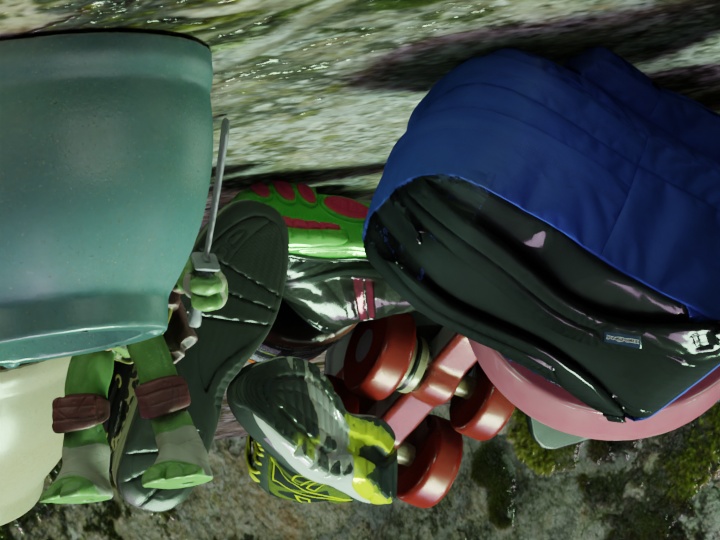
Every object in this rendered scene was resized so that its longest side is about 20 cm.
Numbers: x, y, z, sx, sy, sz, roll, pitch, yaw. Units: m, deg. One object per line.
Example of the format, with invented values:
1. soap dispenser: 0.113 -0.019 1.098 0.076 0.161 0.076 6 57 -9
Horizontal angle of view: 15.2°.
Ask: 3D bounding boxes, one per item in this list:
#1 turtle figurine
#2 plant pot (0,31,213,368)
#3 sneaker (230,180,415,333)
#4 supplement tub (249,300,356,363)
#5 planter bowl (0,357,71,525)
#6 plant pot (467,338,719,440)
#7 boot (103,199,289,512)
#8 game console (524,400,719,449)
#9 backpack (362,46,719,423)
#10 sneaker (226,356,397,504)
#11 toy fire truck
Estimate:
1. turtle figurine: -0.152 0.030 1.555 0.143 0.195 0.200 -5 169 -18
2. plant pot: -0.161 -0.026 1.308 0.200 0.135 0.200 -9 173 -1
3. sneaker: 0.000 0.000 1.777 0.199 0.077 0.084 17 132 -11
4. supplement tub: -0.053 0.012 1.903 0.107 0.107 0.200 -8 174 -10
5. planter bowl: -0.262 0.082 1.708 0.199 0.135 0.200 3 -155 -1
6. plant pot: 0.162 -0.017 1.664 0.199 0.201 0.179 -9 158 -5
7. boot: -0.126 0.041 1.730 0.073 0.204 0.154 22 180 -26
8. game console: 0.209 0.041 1.856 0.199 0.176 0.116 -15 -158 -6
9. backpack: 0.109 -0.032 1.478 0.200 0.168 0.163 26 147 -8
10. sneaker: -0.046 0.118 1.783 0.084 0.075 0.200 -14 152 22
11. toy fire truck: 0.031 0.057 1.920 0.112 0.168 0.200 21 131 -21
